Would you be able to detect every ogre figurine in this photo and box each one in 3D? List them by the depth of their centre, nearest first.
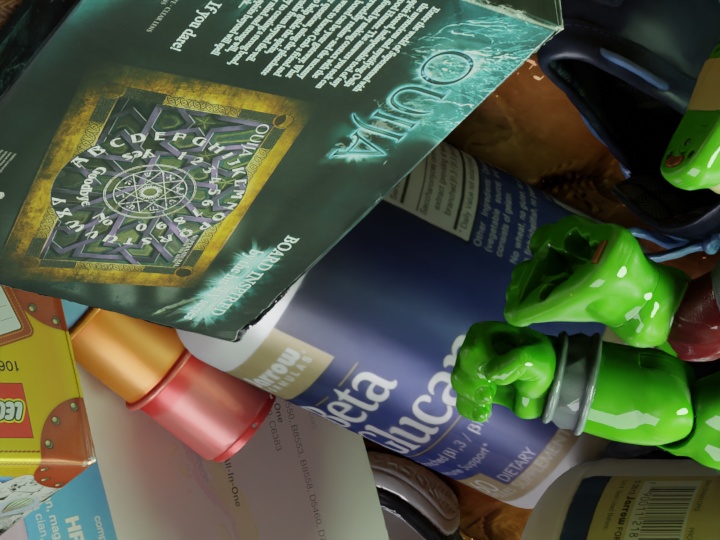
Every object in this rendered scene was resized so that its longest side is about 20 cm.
[{"bbox_3d":[0.129,0.003,0.867,0.120,0.098,0.200,34,105,-18],"label":"ogre figurine"}]

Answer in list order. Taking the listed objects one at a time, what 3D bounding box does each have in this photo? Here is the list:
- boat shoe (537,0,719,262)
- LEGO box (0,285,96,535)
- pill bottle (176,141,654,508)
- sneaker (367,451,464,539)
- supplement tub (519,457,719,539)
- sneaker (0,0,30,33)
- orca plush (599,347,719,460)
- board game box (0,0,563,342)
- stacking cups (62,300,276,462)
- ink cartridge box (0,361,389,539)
[{"bbox_3d":[0.106,-0.039,0.943,0.084,0.069,0.200,-10,142,41],"label":"boat shoe"},{"bbox_3d":[-0.219,0.062,0.987,0.199,0.077,0.149,3,152,-38],"label":"LEGO box"},{"bbox_3d":[0.000,0.000,1.028,0.199,0.111,0.111,25,151,-15],"label":"pill bottle"},{"bbox_3d":[0.030,0.178,1.330,0.075,0.115,0.200,-2,147,33],"label":"sneaker"},{"bbox_3d":[0.162,0.135,0.957,0.199,0.145,0.145,-2,147,24],"label":"supplement tub"},{"bbox_3d":[-0.059,-0.133,0.883,0.199,0.109,0.070,-5,159,-26],"label":"sneaker"},{"bbox_3d":[0.142,0.070,1.119,0.199,0.071,0.105,-7,144,38],"label":"orca plush"},{"bbox_3d":[-0.049,-0.048,0.864,0.135,0.028,0.200,15,143,-29],"label":"board game box"},{"bbox_3d":[-0.115,-0.006,1.052,0.200,0.061,0.060,38,147,-17],"label":"stacking cups"},{"bbox_3d":[-0.091,0.087,1.158,0.200,0.126,0.128,-11,175,-40],"label":"ink cartridge box"}]
